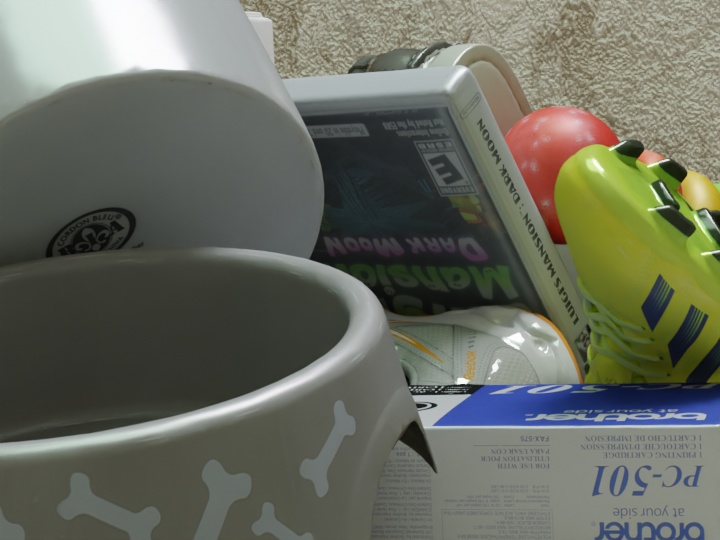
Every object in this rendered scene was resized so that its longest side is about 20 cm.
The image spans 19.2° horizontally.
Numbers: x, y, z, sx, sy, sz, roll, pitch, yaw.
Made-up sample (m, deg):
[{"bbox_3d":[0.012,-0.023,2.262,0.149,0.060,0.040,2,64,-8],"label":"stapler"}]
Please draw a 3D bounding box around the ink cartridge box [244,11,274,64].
[{"bbox_3d":[-0.120,-0.029,1.095,0.146,0.202,0.083,-1,3,35],"label":"ink cartridge box"}]

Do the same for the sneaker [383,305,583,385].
[{"bbox_3d":[-0.016,0.047,0.837,0.199,0.076,0.092,-3,8,40],"label":"sneaker"}]

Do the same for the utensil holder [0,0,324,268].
[{"bbox_3d":[-0.121,-0.071,0.742,0.169,0.171,0.201,-4,44,-30],"label":"utensil holder"}]

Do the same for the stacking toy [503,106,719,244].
[{"bbox_3d":[0.138,-0.007,0.871,0.199,0.086,0.085,28,-13,-28],"label":"stacking toy"}]

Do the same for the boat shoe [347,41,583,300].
[{"bbox_3d":[0.052,-0.013,0.907,0.060,0.203,0.072,6,47,35],"label":"boat shoe"}]

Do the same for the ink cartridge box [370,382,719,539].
[{"bbox_3d":[0.024,0.065,0.701,0.198,0.045,0.094,-1,5,15],"label":"ink cartridge box"}]

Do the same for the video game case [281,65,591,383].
[{"bbox_3d":[0.000,0.000,0.884,0.199,0.183,0.023,0,39,42],"label":"video game case"}]

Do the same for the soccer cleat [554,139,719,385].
[{"bbox_3d":[0.105,0.023,0.743,0.083,0.065,0.200,-34,-34,10],"label":"soccer cleat"}]

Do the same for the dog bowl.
[{"bbox_3d":[-0.077,0.045,0.591,0.198,0.059,0.200,-6,16,2],"label":"dog bowl"}]
